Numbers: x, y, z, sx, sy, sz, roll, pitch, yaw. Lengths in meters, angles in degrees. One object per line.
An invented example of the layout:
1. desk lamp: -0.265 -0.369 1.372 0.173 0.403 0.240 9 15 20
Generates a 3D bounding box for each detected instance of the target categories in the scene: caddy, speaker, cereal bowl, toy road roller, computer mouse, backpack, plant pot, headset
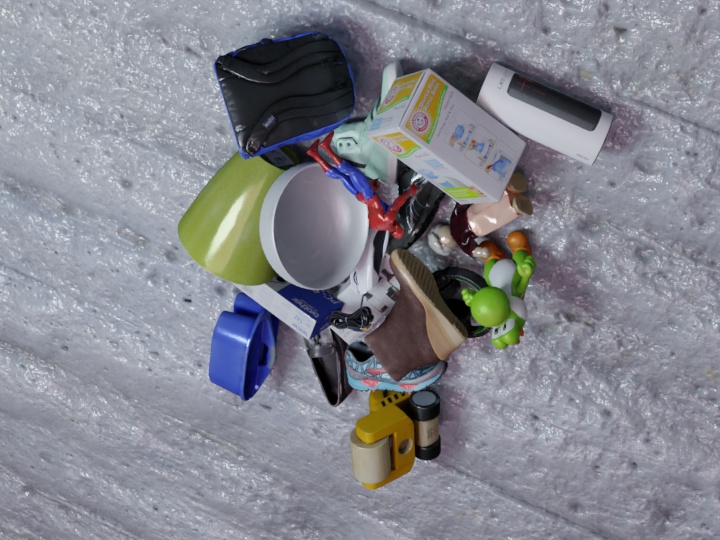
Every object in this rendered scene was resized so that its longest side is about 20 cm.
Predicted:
1. caddy: -0.201 0.140 1.897 0.103 0.142 0.203 19 126 12
2. speaker: 0.266 -0.230 1.533 0.197 0.081 0.082 25 126 5
3. cereal bowl: -0.083 -0.074 1.647 0.083 0.199 0.203 12 129 47
4. toy road roller: 0.046 0.280 1.866 0.145 0.198 0.125 32 135 46
5. computer mouse: 0.000 0.000 1.727 0.043 0.204 0.109 15 174 -29
6. backpack: -0.111 -0.276 1.593 0.196 0.168 0.166 -19 97 -3
7. plant pot: -0.179 -0.113 1.722 0.185 0.188 0.202 32 118 -1
8. headset: 0.137 0.063 1.749 0.197 0.094 0.125 -2 120 41

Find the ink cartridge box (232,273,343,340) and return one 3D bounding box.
1. ink cartridge box: -0.135 0.034 1.804 0.199 0.094 0.045 35 122 18

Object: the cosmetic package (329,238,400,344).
1. cosmetic package: 0.016 0.040 1.808 0.082 0.051 0.200 42 125 -6

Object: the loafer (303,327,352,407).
1. loafer: -0.061 0.156 1.900 0.071 0.063 0.203 -7 117 24

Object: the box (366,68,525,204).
1. box: 0.125 -0.194 1.535 0.198 0.103 0.112 33 168 -23

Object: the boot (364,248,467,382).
1. boot: 0.064 0.079 1.716 0.165 0.072 0.201 -30 102 30

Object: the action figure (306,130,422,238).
1. action figure: 0.016 -0.141 1.612 0.201 0.099 0.065 51 147 -17

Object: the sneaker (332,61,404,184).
1. sneaker: 0.010 -0.233 1.629 0.116 0.074 0.204 10 124 10

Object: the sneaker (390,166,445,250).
1. sneaker: 0.093 -0.121 1.679 0.079 0.075 0.202 34 117 9

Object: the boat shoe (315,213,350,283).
1. boat shoe: -0.074 -0.068 1.765 0.071 0.076 0.204 -3 112 33

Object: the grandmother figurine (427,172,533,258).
1. grandmother figurine: 0.184 -0.075 1.661 0.060 0.124 0.199 17 148 -39

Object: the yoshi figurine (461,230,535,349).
1. yoshi figurine: 0.216 0.023 1.622 0.110 0.202 0.113 11 138 -3

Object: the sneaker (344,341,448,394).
1. sneaker: 0.057 0.162 1.851 0.196 0.080 0.097 -6 116 23
